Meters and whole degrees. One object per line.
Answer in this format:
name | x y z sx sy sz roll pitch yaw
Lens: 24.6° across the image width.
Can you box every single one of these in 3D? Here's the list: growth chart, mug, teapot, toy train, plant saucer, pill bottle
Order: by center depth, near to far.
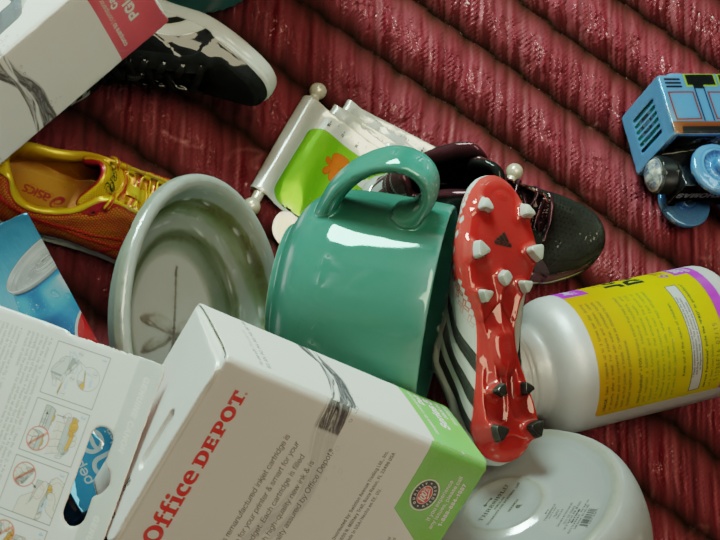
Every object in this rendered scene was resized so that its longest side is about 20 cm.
plant saucer | -0.121 0.036 1.124 0.200 0.050 0.201 10 79 -62
teapot | 0.119 0.213 1.137 0.199 0.197 0.146 -23 118 -3
mug | 0.001 0.005 1.151 0.114 0.152 0.186 10 92 8
pill bottle | 0.182 0.063 1.233 0.199 0.104 0.105 -11 75 -24
growth chart | 0.018 -0.057 1.265 0.199 0.018 0.145 23 66 -10
toy train | 0.316 -0.101 1.355 0.199 0.087 0.115 -2 66 -21

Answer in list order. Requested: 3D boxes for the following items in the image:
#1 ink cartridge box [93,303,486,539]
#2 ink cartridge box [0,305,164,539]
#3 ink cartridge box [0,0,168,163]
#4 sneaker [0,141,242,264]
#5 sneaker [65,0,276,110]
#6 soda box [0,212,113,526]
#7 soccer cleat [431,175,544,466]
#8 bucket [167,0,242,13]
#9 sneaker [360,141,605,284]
ink cartridge box | -0.046 0.129 1.041 0.200 0.084 0.146 25 104 -26
ink cartridge box | -0.233 0.106 1.033 0.199 0.057 0.163 18 82 10
ink cartridge box | -0.256 -0.163 1.111 0.200 0.085 0.146 -43 60 -9
sneaker | -0.167 -0.043 1.158 0.199 0.077 0.073 9 67 -24
sneaker | -0.170 -0.146 1.203 0.200 0.073 0.112 29 67 1
soda box | -0.212 0.067 1.111 0.068 0.064 0.200 -26 83 -26
soccer cleat | 0.082 0.035 1.142 0.068 0.085 0.201 2 81 -34
bucket | -0.125 -0.301 1.225 0.206 0.135 0.208 10 63 -20
sneaker | 0.106 -0.044 1.217 0.199 0.116 0.076 6 70 -16
